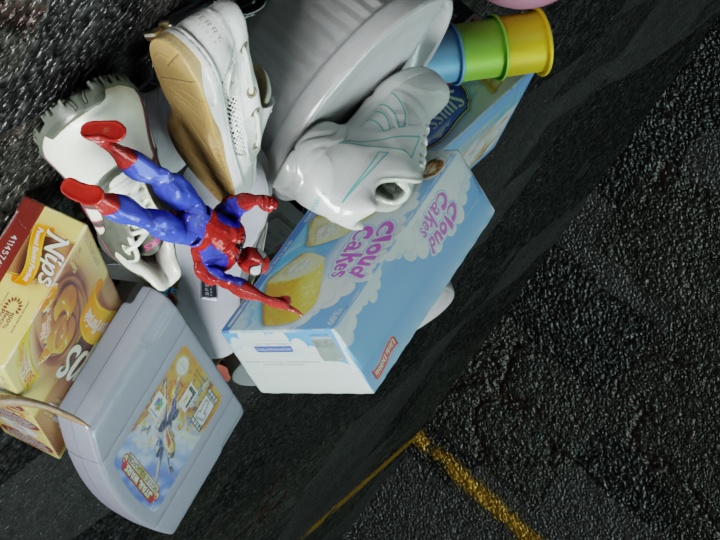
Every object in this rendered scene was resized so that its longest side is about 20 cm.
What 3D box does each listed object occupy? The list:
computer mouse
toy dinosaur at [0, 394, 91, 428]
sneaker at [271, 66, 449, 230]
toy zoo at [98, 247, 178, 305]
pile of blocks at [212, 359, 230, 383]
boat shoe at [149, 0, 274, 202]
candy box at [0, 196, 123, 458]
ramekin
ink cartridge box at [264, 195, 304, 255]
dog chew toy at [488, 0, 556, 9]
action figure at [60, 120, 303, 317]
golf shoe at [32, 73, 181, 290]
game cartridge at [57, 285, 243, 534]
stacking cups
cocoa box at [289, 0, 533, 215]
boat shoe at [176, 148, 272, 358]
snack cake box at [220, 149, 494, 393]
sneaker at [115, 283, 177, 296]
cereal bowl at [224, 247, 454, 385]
[{"bbox_3d":[-0.125,-0.117,1.503,0.110,0.044,0.200,-43,168,-36],"label":"computer mouse"},{"bbox_3d":[-0.296,0.096,1.446,0.199,0.061,0.106,-16,163,13],"label":"toy dinosaur"},{"bbox_3d":[0.016,-0.085,1.593,0.200,0.080,0.071,-40,165,-47],"label":"sneaker"},{"bbox_3d":[-0.196,0.046,1.684,0.131,0.021,0.200,10,127,-40],"label":"toy zoo"},{"bbox_3d":[-0.146,0.116,1.796,0.082,0.062,0.200,-53,-176,20],"label":"pile of blocks"},{"bbox_3d":[-0.086,-0.108,1.433,0.069,0.071,0.200,-42,160,-17],"label":"boat shoe"},{"bbox_3d":[-0.223,0.044,1.517,0.116,0.055,0.200,-61,167,-18],"label":"candy box"},{"bbox_3d":[-0.028,-0.157,1.628,0.202,0.094,0.202,-47,169,-12],"label":"ramekin"},{"bbox_3d":[-0.099,0.001,1.978,0.200,0.067,0.117,-35,163,-49],"label":"ink cartridge box"},{"bbox_3d":[0.152,-0.298,1.828,0.125,0.124,0.200,-55,176,32],"label":"dog chew toy"},{"bbox_3d":[-0.095,-0.029,1.384,0.200,0.098,0.066,35,73,-58],"label":"action figure"},{"bbox_3d":[-0.154,-0.059,1.424,0.077,0.088,0.200,-34,158,-8],"label":"golf shoe"},{"bbox_3d":[-0.156,0.114,1.613,0.134,0.041,0.200,-64,154,-21],"label":"game cartridge"},{"bbox_3d":[0.059,-0.175,1.800,0.199,0.061,0.061,-11,158,-14],"label":"stacking cups"},{"bbox_3d":[0.032,-0.129,1.875,0.200,0.131,0.134,-42,168,-32],"label":"cocoa box"},{"bbox_3d":[-0.101,-0.030,1.615,0.070,0.070,0.201,-79,176,-52],"label":"boat shoe"},{"bbox_3d":[0.000,0.000,1.606,0.115,0.067,0.200,-4,-140,41],"label":"snack cake box"},{"bbox_3d":[-0.181,0.048,1.758,0.200,0.082,0.073,-49,173,8],"label":"sneaker"},{"bbox_3d":[-0.027,0.020,1.795,0.199,0.084,0.200,-20,165,-5],"label":"cereal bowl"}]
